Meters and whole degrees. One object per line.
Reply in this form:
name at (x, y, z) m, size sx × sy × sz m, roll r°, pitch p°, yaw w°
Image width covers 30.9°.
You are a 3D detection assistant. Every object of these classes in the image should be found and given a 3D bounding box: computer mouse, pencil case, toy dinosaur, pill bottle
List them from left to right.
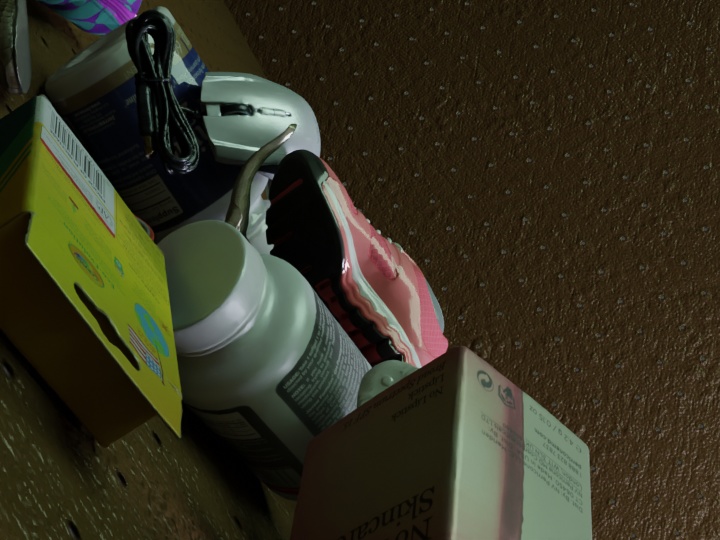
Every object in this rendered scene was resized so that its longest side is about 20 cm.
pencil case at (-0.244, -0.254, 1.106) m, size 0.092 × 0.085 × 0.200 m, roll 43°, pitch 5°, yaw 1°
pill bottle at (-0.139, -0.088, 0.989) m, size 0.201 × 0.111 × 0.111 m, roll 57°, pitch 5°, yaw -20°
toy dinosaur at (-0.098, -0.007, 0.915) m, size 0.047 × 0.201 × 0.088 m, roll 25°, pitch 24°, yaw 16°
computer mouse at (-0.084, -0.113, 0.940) m, size 0.199 × 0.044 × 0.111 m, roll 8°, pitch 67°, yaw -54°
pill bottle at (-0.064, 0.059, 0.849) m, size 0.200 × 0.110 × 0.111 m, roll 55°, pitch 5°, yaw -46°

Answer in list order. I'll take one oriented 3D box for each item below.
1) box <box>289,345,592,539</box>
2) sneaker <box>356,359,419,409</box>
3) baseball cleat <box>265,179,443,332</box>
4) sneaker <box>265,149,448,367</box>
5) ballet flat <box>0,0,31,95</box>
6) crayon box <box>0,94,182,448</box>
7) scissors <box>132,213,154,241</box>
box at (0.037, 0.161, 0.657) m, size 0.109 × 0.128 × 0.201 m, roll 39°, pitch 35°, yaw -23°
sneaker at (0.051, 0.147, 0.838) m, size 0.201 × 0.076 × 0.080 m, roll 62°, pitch -8°, yaw -9°
baseball cleat at (-0.014, -0.008, 1.086) m, size 0.200 × 0.070 × 0.106 m, roll 45°, pitch 13°, yaw 12°
sneaker at (0.000, 0.000, 0.961) m, size 0.087 × 0.073 × 0.201 m, roll -32°, pitch 97°, yaw -47°
ballet flat at (-0.251, -0.185, 0.881) m, size 0.068 × 0.046 × 0.201 m, roll 99°, pitch -21°, yaw -44°
crayon box at (-0.149, 0.001, 0.667) m, size 0.127 × 0.051 × 0.200 m, roll 57°, pitch 4°, yaw -27°
scissors at (-0.167, -0.045, 0.868) m, size 0.073 × 0.014 × 0.200 m, roll 25°, pitch 8°, yaw -9°
